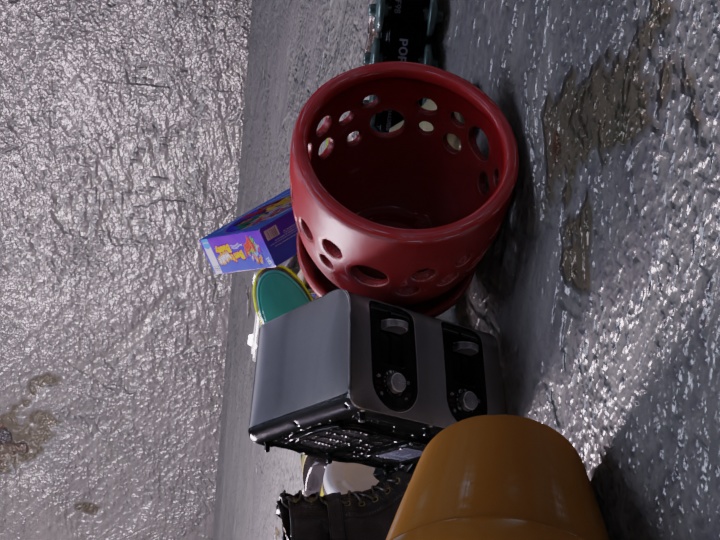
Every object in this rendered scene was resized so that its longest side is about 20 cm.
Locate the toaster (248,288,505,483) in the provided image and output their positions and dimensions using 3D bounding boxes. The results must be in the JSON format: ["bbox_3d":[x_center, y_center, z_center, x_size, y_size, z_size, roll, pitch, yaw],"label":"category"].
[{"bbox_3d":[0.009,0.109,1.057,0.200,0.180,0.120,-26,54,49],"label":"toaster"}]

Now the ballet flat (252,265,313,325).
[{"bbox_3d":[-0.067,0.071,1.348,0.201,0.067,0.067,60,-174,-22],"label":"ballet flat"}]

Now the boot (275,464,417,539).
[{"bbox_3d":[0.000,0.237,1.196,0.069,0.173,0.202,140,131,-73],"label":"boot"}]

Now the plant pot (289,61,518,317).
[{"bbox_3d":[0.033,-0.057,1.064,0.183,0.199,0.202,97,169,-54],"label":"plant pot"}]

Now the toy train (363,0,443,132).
[{"bbox_3d":[0.044,-0.235,1.315,0.114,0.085,0.202,-103,17,-80],"label":"toy train"}]

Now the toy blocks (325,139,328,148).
[{"bbox_3d":[-0.014,-0.063,1.553,0.201,0.099,0.137,104,152,-45],"label":"toy blocks"}]

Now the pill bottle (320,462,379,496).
[{"bbox_3d":[0.001,0.309,1.326,0.112,0.110,0.201,-107,23,-57],"label":"pill bottle"}]

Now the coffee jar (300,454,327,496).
[{"bbox_3d":[-0.045,0.222,1.611,0.201,0.085,0.105,-102,19,-47],"label":"coffee jar"}]

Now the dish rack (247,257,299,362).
[{"bbox_3d":[-0.101,0.019,1.514,0.201,0.043,0.172,101,-169,-47],"label":"dish rack"}]

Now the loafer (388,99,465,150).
[{"bbox_3d":[0.064,-0.131,1.215,0.200,0.068,0.076,117,153,-62],"label":"loafer"}]

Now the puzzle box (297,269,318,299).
[{"bbox_3d":[0.000,0.000,1.334,0.200,0.132,0.026,129,137,-71],"label":"puzzle box"}]

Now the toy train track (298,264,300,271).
[{"bbox_3d":[0.004,-0.061,1.390,0.200,0.032,0.115,-45,30,16],"label":"toy train track"}]

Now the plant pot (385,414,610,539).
[{"bbox_3d":[0.094,0.205,0.788,0.184,0.199,0.201,-77,-1,-54],"label":"plant pot"}]

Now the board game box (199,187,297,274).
[{"bbox_3d":[-0.065,-0.064,1.312,0.134,0.199,0.045,-6,113,54],"label":"board game box"}]
